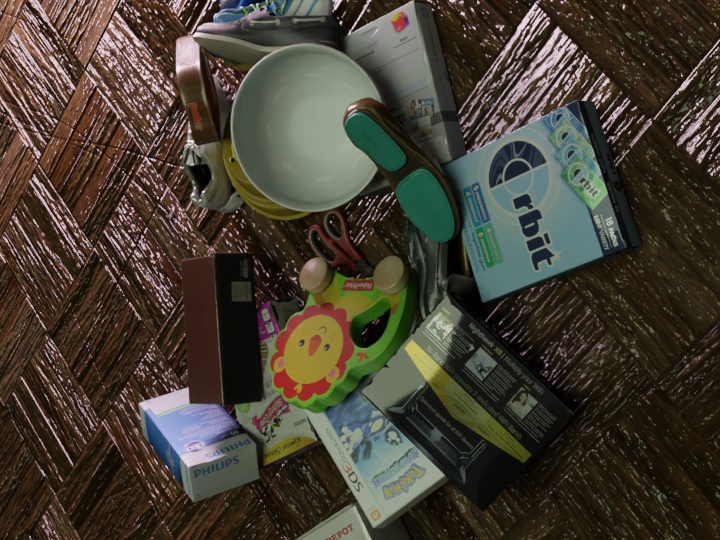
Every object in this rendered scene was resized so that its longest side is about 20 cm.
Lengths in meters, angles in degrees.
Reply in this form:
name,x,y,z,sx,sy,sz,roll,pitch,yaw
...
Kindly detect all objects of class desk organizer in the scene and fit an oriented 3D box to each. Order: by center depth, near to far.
name,x,y,z,sx,sy,sz,roll,pitch,yaw
desk organizer,-0.190,0.080,1.559,0.076,0.071,0.203,-6,87,43

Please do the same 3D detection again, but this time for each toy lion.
name,x,y,z,sx,sy,sz,roll,pitch,yaw
toy lion,-0.025,0.083,1.433,0.198,0.068,0.194,-2,64,40

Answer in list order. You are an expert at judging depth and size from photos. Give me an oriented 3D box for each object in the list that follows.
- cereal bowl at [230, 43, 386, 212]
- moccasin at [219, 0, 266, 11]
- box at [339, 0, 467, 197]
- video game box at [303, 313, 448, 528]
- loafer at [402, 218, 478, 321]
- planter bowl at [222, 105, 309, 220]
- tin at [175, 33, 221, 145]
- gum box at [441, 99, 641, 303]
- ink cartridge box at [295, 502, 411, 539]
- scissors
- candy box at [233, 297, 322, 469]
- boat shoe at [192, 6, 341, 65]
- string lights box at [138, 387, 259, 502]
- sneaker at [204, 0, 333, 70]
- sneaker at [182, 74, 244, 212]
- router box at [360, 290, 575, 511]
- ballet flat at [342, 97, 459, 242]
name,x,y,z,sx,sy,sz,roll,pitch,yaw
cereal bowl,-0.057,-0.176,1.419,0.197,0.083,0.203,1,99,9
moccasin,-0.140,-0.415,1.539,0.200,0.080,0.069,-45,68,32
box,0.042,-0.211,1.434,0.155,0.041,0.203,-19,83,39
video game box,0.051,0.186,1.416,0.199,0.047,0.183,-38,71,10
loafer,0.111,0.022,1.382,0.072,0.072,0.203,-21,82,34
planter bowl,-0.122,-0.167,1.524,0.198,0.083,0.204,3,95,28
tin,-0.216,-0.243,1.526,0.201,0.041,0.113,-104,5,-58
gum box,0.202,-0.075,1.312,0.199,0.044,0.172,-24,79,39
ink cartridge box,0.012,0.413,1.490,0.146,0.082,0.202,-38,71,35
scissors,0.000,0.000,1.509,0.200,0.014,0.073,50,120,23
candy box,-0.118,0.157,1.588,0.136,0.061,0.202,-30,76,37
boat shoe,-0.117,-0.302,1.469,0.197,0.073,0.064,9,80,16
string lights box,-0.230,0.238,1.617,0.200,0.102,0.060,35,134,54
sneaker,-0.130,-0.321,1.523,0.199,0.104,0.077,-26,76,38
sneaker,-0.216,-0.183,1.626,0.075,0.080,0.203,-14,84,41
router box,0.124,0.149,1.328,0.200,0.052,0.158,44,101,8
ballet flat,0.055,-0.125,1.347,0.067,0.073,0.200,-33,109,33
